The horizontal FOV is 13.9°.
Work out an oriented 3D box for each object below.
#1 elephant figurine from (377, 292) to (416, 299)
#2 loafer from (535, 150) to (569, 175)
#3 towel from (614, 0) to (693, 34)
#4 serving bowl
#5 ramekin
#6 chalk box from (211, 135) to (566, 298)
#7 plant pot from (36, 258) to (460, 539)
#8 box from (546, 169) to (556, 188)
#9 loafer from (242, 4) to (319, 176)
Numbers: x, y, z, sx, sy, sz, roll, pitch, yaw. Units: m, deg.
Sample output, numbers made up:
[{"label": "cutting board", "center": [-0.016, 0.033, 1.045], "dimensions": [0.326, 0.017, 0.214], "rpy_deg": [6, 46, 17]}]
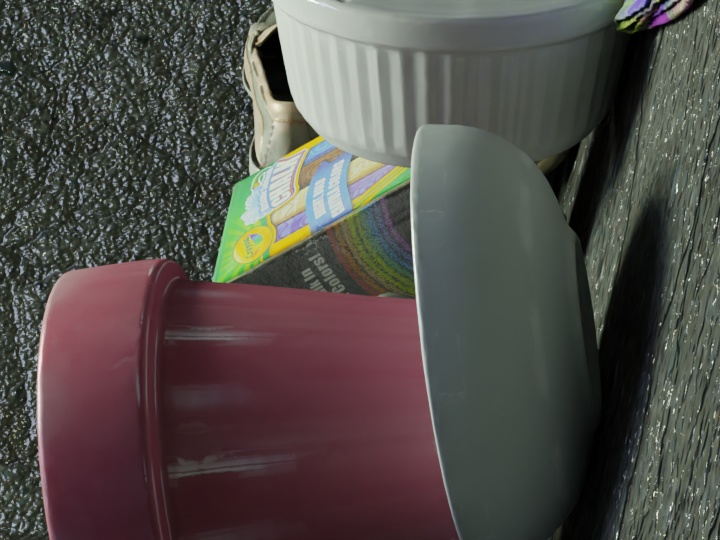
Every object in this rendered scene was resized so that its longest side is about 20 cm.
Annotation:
[{"label": "elephant figurine", "center": [0.030, 0.125, 1.545], "dimensions": [0.155, 0.141, 0.200], "rpy_deg": [-33, -38, -57]}, {"label": "loafer", "center": [0.107, -0.147, 1.703], "dimensions": [0.076, 0.067, 0.200], "rpy_deg": [-82, 4, -62]}, {"label": "towel", "center": [0.151, -0.187, 1.373], "dimensions": [0.200, 0.023, 0.144], "rpy_deg": [158, 123, -87]}, {"label": "serving bowl", "center": [0.071, 0.029, 1.327], "dimensions": [0.200, 0.066, 0.201], "rpy_deg": [-8, -90, -82]}, {"label": "ramekin", "center": [0.049, -0.126, 1.547], "dimensions": [0.202, 0.202, 0.094], "rpy_deg": [-82, -7, -62]}, {"label": "chalk box", "center": [0.000, 0.000, 1.637], "dimensions": [0.125, 0.200, 0.124], "rpy_deg": [54, -159, -23]}, {"label": "plant pot", "center": [-0.039, 0.089, 1.367], "dimensions": [0.200, 0.178, 0.201], "rpy_deg": [-7, -90, -82]}, {"label": "box", "center": [0.080, -0.005, 1.866], "dimensions": [0.200, 0.051, 0.158], "rpy_deg": [108, 173, -70]}, {"label": "loafer", "center": [-0.037, -0.120, 1.795], "dimensions": [0.200, 0.072, 0.063], "rpy_deg": [-92, 2, -56]}]
